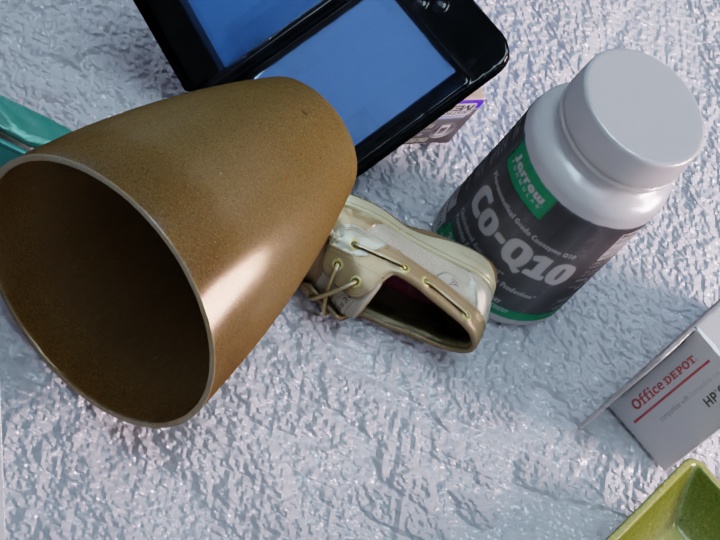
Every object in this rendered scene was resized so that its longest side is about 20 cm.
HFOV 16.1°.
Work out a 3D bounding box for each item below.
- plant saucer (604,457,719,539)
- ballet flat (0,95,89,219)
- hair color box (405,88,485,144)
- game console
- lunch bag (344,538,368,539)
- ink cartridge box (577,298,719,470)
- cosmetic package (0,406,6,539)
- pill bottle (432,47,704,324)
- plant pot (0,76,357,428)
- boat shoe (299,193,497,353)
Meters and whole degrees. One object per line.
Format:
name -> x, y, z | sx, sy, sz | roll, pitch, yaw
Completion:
plant saucer -> 0.232, 0.245, 1.667 | 0.200, 0.048, 0.200 | 48, 37, 6
ballet flat -> -0.260, -0.097, 1.612 | 0.199, 0.067, 0.070 | 30, 24, -12
hair color box -> 0.001, -0.188, 1.830 | 0.109, 0.065, 0.201 | -5, 64, -35
game console -> -0.025, -0.169, 1.703 | 0.200, 0.116, 0.176 | -36, 70, -9
lunch bag -> 0.051, 0.251, 1.546 | 0.199, 0.077, 0.161 | 17, 50, -22
ink cartridge box -> 0.252, 0.064, 1.776 | 0.067, 0.116, 0.200 | 49, 48, 5
cosmetic package -> -0.292, 0.130, 1.379 | 0.199, 0.052, 0.152 | -5, 98, -32
pill bottle -> 0.142, -0.057, 1.732 | 0.113, 0.200, 0.114 | 16, 52, -21
plant pot -> -0.097, -0.033, 1.565 | 0.187, 0.186, 0.200 | 48, 51, 6
boat shoe -> 0.000, 0.000, 1.690 | 0.199, 0.074, 0.067 | 17, 54, -15
